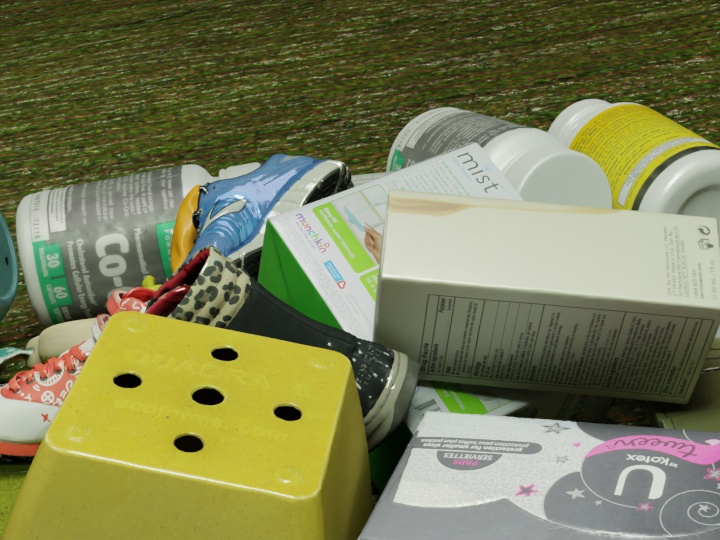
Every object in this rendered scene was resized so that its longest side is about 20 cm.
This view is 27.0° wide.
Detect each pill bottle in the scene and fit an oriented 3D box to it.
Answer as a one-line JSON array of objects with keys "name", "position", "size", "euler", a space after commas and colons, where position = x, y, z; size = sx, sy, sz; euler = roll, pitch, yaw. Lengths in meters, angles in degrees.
[{"name": "pill bottle", "position": [-0.171, -0.024, 1.233], "size": [0.198, 0.114, 0.113], "euler": [-11, 27, -1]}, {"name": "pill bottle", "position": [0.112, -0.067, 1.240], "size": [0.112, 0.114, 0.200], "euler": [-19, 20, -22]}, {"name": "pill bottle", "position": [0.234, -0.073, 1.245], "size": [0.112, 0.113, 0.200], "euler": [-16, 28, -16]}]

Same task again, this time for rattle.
[{"name": "rattle", "position": [-0.214, 0.020, 1.141], "size": [0.199, 0.144, 0.130], "euler": [-5, 6, 23]}]

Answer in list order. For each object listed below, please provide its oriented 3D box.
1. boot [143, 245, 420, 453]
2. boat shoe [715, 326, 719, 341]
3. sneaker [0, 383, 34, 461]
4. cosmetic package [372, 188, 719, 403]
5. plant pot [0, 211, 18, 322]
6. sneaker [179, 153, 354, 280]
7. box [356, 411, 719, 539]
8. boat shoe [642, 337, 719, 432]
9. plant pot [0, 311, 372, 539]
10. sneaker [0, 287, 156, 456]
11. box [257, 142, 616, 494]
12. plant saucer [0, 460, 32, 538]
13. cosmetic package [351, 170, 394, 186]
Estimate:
[{"name": "boot", "position": [-0.078, 0.076, 0.909], "size": [0.203, 0.153, 0.074], "euler": [-40, 24, 40]}, {"name": "boat shoe", "position": [0.228, 0.036, 1.099], "size": [0.056, 0.069, 0.199], "euler": [5, 10, -42]}, {"name": "sneaker", "position": [-0.178, 0.104, 1.075], "size": [0.198, 0.076, 0.076], "euler": [-4, 6, 2]}, {"name": "cosmetic package", "position": [0.108, 0.016, 0.902], "size": [0.198, 0.106, 0.071], "euler": [6, 52, -1]}, {"name": "plant pot", "position": [-0.339, -0.001, 1.133], "size": [0.134, 0.201, 0.200], "euler": [-16, 25, 10]}, {"name": "sneaker", "position": [-0.092, -0.014, 1.092], "size": [0.089, 0.079, 0.200], "euler": [21, 52, 33]}, {"name": "box", "position": [0.116, 0.160, 0.820], "size": [0.199, 0.115, 0.132], "euler": [3, 29, 20]}, {"name": "boat shoe", "position": [0.217, 0.104, 0.955], "size": [0.074, 0.069, 0.200], "euler": [-9, 18, 12]}, {"name": "plant pot", "position": [-0.090, 0.139, 0.796], "size": [0.198, 0.177, 0.200], "euler": [11, 29, 3]}, {"name": "sneaker", "position": [-0.181, 0.065, 0.996], "size": [0.200, 0.109, 0.067], "euler": [3, 12, 0]}, {"name": "box", "position": [0.054, 0.033, 1.012], "size": [0.176, 0.097, 0.200], "euler": [-22, 60, -26]}, {"name": "plant saucer", "position": [-0.233, 0.179, 0.949], "size": [0.198, 0.048, 0.200], "euler": [-3, 28, 9]}, {"name": "cosmetic package", "position": [0.000, 0.000, 1.196], "size": [0.106, 0.091, 0.200], "euler": [-8, 24, -8]}]
